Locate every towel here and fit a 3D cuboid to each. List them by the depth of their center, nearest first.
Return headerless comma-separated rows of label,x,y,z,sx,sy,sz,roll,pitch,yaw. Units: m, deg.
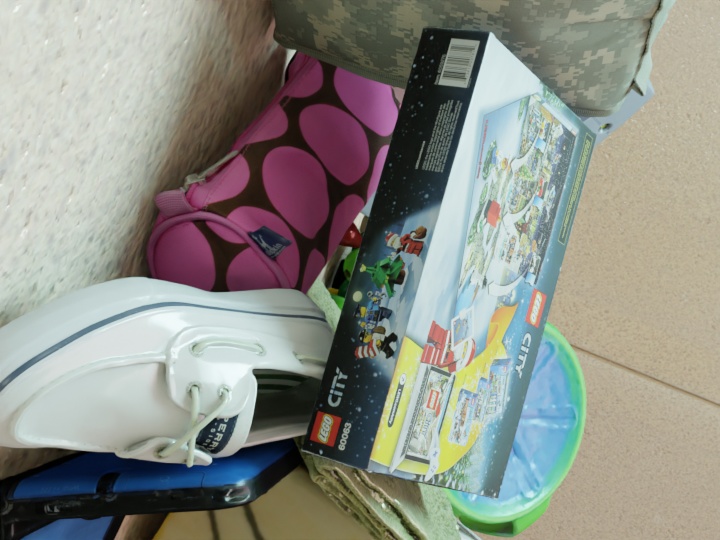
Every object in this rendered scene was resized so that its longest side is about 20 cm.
towel,-0.003,0.077,0.683,0.036,0.148,0.200,-33,-142,7

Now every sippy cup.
sippy cup,0.060,0.088,0.833,0.130,0.139,0.178,11,-89,55

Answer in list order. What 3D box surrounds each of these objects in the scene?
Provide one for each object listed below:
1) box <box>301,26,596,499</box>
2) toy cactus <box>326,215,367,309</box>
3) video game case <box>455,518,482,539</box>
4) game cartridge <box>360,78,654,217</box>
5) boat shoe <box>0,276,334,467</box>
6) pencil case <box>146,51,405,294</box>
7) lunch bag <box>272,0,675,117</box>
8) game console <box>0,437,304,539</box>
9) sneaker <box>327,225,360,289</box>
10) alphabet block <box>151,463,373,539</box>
box,0.049,0.003,0.592,0.137,0.038,0.200,26,78,-56
toy cactus,0.000,0.000,0.932,0.200,0.102,0.165,76,36,-65
video game case,0.009,0.144,0.852,0.023,0.182,0.200,-53,133,-4
game cartridge,0.088,-0.092,0.811,0.200,0.041,0.133,-33,144,18
boat shoe,-0.069,0.047,0.515,0.200,0.067,0.074,-10,139,-49
pencil case,-0.038,-0.055,0.668,0.091,0.094,0.200,-21,-154,35
lunch bag,0.059,-0.161,0.596,0.164,0.200,0.118,87,26,-69
game console,-0.111,0.146,0.617,0.200,0.170,0.119,-6,92,-81
sneaker,-0.012,0.042,1.171,0.082,0.075,0.200,-35,142,-49
alphabet block,-0.045,0.245,0.863,0.196,0.200,0.196,-55,168,-8
